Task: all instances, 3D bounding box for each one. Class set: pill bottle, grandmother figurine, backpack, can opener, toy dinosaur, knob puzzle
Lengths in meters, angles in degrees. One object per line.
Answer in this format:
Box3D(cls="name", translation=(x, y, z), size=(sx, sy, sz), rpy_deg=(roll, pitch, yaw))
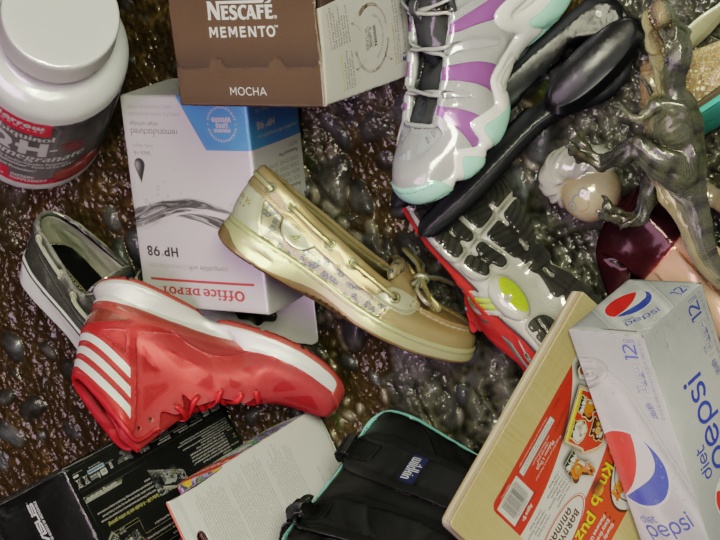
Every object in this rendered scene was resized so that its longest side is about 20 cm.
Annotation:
Box3D(cls="pill bottle", translation=(-0.225, -0.142, 1.423), size=(0.111, 0.110, 0.200), rpy_deg=(53, 158, 7))
Box3D(cls="grandmother figurine", translation=(0.198, -0.012, 1.289), size=(0.200, 0.060, 0.122), rpy_deg=(42, 113, 11))
Box3D(cls="backpack", translation=(0.060, 0.215, 1.374), size=(0.198, 0.176, 0.154), rpy_deg=(15, 129, 26))
Box3D(cls="can opener", translation=(0.098, -0.102, 1.285), size=(0.200, 0.079, 0.064), rpy_deg=(-39, 75, 12))
Box3D(cls="toy dinosaur", translation=(0.181, -0.062, 1.224), size=(0.087, 0.047, 0.202), rpy_deg=(-8, 111, 27))
Box3D(cls="knob puzzle", translation=(0.148, 0.140, 1.301), size=(0.030, 0.218, 0.222), rpy_deg=(8, 110, 50))

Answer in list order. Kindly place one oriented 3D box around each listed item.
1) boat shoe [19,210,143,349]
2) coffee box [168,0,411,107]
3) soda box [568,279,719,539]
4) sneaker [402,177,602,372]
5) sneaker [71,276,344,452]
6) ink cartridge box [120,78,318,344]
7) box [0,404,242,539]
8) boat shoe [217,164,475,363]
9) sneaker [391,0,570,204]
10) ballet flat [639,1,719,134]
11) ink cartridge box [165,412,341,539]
Box3D(cls="boat shoe", translation=(-0.188, 0.031, 1.517), size=(0.200, 0.070, 0.064), rpy_deg=(39, 133, 22))
Box3D(cls="coffee box", translation=(-0.022, -0.163, 1.289), size=(0.112, 0.200, 0.081), rpy_deg=(4, 107, 30))
Box3D(cls="soda box", translation=(0.204, 0.109, 1.280), size=(0.063, 0.068, 0.201), rpy_deg=(4, 123, 48))
Box3D(cls="sneaker", translation=(0.085, 0.006, 1.352), size=(0.201, 0.077, 0.085), rpy_deg=(52, 150, 9))
Box3D(cls="sneaker", translation=(-0.117, 0.094, 1.443), size=(0.198, 0.116, 0.078), rpy_deg=(21, 158, -5))
Box3D(cls="ink cartridge box", translation=(-0.101, -0.036, 1.457), size=(0.115, 0.067, 0.202), rpy_deg=(3, 107, 31))
Box3D(cls="box", translation=(-0.154, 0.202, 1.482), size=(0.086, 0.200, 0.165), rpy_deg=(-28, 90, 32))
Box3D(cls="boat shoe", translation=(0.000, 0.000, 1.380), size=(0.199, 0.073, 0.063), rpy_deg=(28, 97, -11))
Box3D(cls="sneaker", translation=(0.042, -0.154, 1.232), size=(0.077, 0.201, 0.140), rpy_deg=(4, 151, 50))
Box3D(cls="ballet flat", translation=(0.249, -0.146, 1.214), size=(0.199, 0.070, 0.066), rpy_deg=(-28, 70, 30))
Box3D(cls="ink cartridge box", translation=(-0.076, 0.184, 1.428), size=(0.050, 0.200, 0.110), rpy_deg=(-24, 92, 34))
